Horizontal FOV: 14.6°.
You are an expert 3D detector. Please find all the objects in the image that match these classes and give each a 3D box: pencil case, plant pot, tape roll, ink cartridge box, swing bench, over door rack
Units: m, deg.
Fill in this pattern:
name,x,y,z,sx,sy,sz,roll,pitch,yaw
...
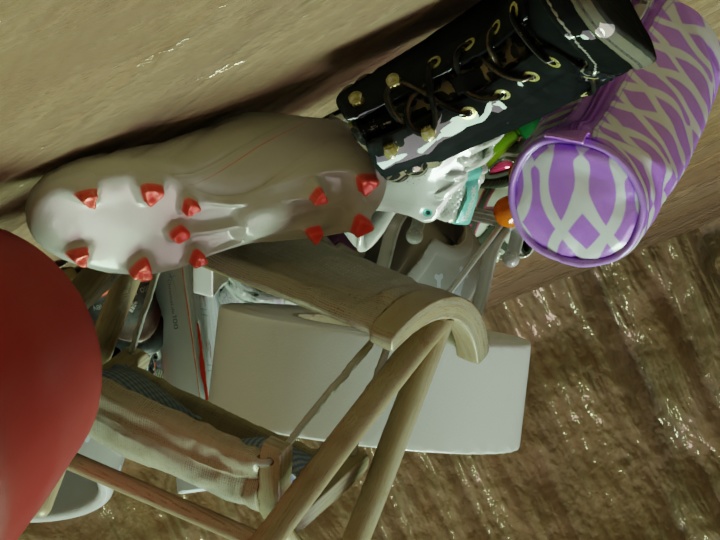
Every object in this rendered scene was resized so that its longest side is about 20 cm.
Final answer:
name,x,y,z,sx,sy,sz,roll,pitch,yaw
pencil case,0.140,-0.081,1.511,0.084,0.086,0.200,11,-146,13
plant pot,-0.222,0.063,1.332,0.200,0.201,0.177,-25,-175,25
tape roll,0.005,0.066,1.766,0.202,0.071,0.202,6,-177,0
ink cartridge box,-0.117,0.069,1.870,0.047,0.160,0.200,-7,177,4
swing bench,-0.070,0.057,1.483,0.200,0.199,0.130,-61,154,-18
over door rack,0.000,0.000,1.710,0.148,0.067,0.200,14,-158,19

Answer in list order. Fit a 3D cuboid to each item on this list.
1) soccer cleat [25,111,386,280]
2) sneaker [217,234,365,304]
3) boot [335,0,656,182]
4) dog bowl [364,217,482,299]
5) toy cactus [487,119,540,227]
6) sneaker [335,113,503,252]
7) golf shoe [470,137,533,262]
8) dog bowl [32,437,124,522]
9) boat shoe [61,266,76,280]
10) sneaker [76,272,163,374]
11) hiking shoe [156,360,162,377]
name,x,y,z,sx,sy,sz,roll,pitch,yaw
soccer cleat,-0.083,-0.043,1.443,0.200,0.078,0.069,-6,128,-26
sneaker,-0.057,0.005,1.881,0.100,0.075,0.200,-46,170,11
boot,0.064,-0.098,1.380,0.154,0.074,0.204,-29,178,7
dog bowl,0.002,0.022,1.979,0.200,0.059,0.200,-38,-159,18
toy cactus,0.138,-0.109,1.707,0.200,0.102,0.165,-32,-171,48
sneaker,0.052,-0.072,1.589,0.075,0.089,0.200,-16,172,-45
golf shoe,0.083,-0.039,2.128,0.200,0.088,0.077,-24,177,30
dog bowl,-0.242,0.106,1.789,0.200,0.059,0.200,5,157,2
boat shoe,-0.240,0.057,1.810,0.201,0.063,0.073,-27,173,42
sneaker,-0.175,0.048,1.896,0.077,0.082,0.200,-21,175,-15
hiking shoe,-0.115,0.037,2.099,0.200,0.076,0.101,-9,162,-29
